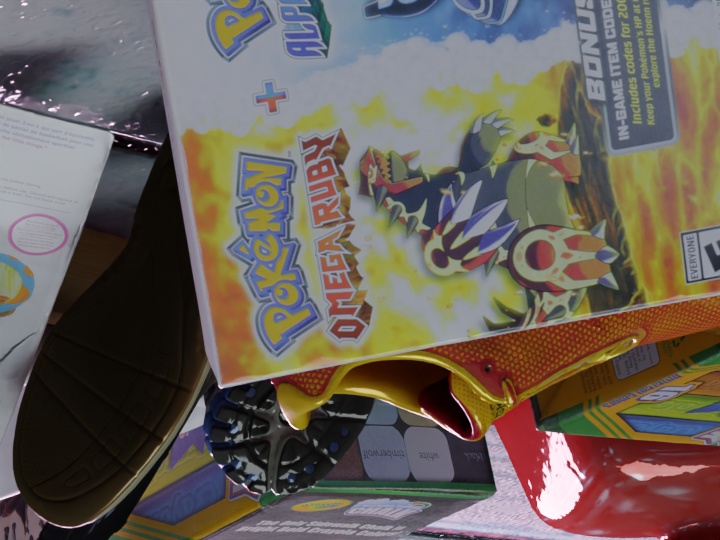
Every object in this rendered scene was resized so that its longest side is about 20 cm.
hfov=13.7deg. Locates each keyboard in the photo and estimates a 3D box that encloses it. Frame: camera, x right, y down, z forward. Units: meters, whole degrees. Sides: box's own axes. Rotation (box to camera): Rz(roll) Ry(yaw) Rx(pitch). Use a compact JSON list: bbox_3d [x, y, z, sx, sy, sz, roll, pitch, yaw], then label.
[{"bbox_3d":[-0.130,0.112,1.321,0.127,0.021,0.200,-43,173,-28],"label":"keyboard"}]

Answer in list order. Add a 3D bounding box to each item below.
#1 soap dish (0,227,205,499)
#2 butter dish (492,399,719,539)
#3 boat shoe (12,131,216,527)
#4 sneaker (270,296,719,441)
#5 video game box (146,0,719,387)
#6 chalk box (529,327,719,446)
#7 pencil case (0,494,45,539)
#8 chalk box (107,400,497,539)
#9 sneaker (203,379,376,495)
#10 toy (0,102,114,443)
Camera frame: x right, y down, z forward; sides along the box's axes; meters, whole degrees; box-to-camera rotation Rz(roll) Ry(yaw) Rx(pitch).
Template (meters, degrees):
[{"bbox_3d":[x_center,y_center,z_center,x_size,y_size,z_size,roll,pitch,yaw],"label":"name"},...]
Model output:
[{"bbox_3d":[-0.170,0.044,1.338,0.200,0.082,0.157,-22,160,28],"label":"soap dish"},{"bbox_3d":[0.166,0.093,1.592,0.199,0.148,0.200,-6,161,-16],"label":"butter dish"},{"bbox_3d":[-0.070,0.016,1.202,0.200,0.073,0.065,-59,155,12],"label":"boat shoe"},{"bbox_3d":[0.055,0.025,1.099,0.199,0.077,0.073,-7,161,-18],"label":"sneaker"},{"bbox_3d":[0.026,-0.078,0.917,0.181,0.201,0.047,-10,-166,-3],"label":"video game box"},{"bbox_3d":[0.174,0.003,1.366,0.124,0.125,0.200,-26,158,39],"label":"chalk box"},{"bbox_3d":[-0.161,0.153,1.662,0.078,0.090,0.200,2,158,-38],"label":"pencil case"},{"bbox_3d":[-0.024,0.064,1.428,0.124,0.124,0.200,6,154,-41],"label":"chalk box"},{"bbox_3d":[0.000,0.000,1.284,0.200,0.077,0.085,-45,-157,1],"label":"sneaker"},{"bbox_3d":[-0.176,-0.009,1.183,0.115,0.047,0.200,11,133,-14],"label":"toy"}]
